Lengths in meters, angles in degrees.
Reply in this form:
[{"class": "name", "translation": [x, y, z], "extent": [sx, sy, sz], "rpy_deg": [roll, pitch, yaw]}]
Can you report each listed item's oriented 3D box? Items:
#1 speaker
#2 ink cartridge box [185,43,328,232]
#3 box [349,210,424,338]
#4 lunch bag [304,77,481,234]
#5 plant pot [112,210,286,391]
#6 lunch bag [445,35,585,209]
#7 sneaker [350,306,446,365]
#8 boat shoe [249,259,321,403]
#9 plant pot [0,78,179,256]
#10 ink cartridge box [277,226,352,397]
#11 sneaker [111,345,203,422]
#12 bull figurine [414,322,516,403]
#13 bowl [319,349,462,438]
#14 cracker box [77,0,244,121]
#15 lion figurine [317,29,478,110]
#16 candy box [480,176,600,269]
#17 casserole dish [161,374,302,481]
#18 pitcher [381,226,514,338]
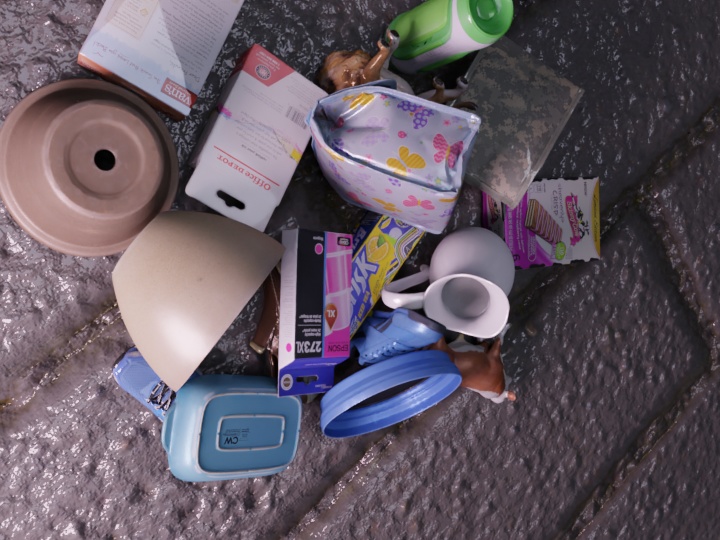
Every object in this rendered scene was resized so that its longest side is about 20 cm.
[{"class": "speaker", "translation": [0.108, -0.315, 0.894], "extent": [0.087, 0.199, 0.090], "rpy_deg": [-1, 93, -28]}, {"class": "ink cartridge box", "translation": [-0.136, -0.159, 0.856], "extent": [0.115, 0.067, 0.203], "rpy_deg": [29, 79, -26]}, {"class": "box", "translation": [0.000, 0.000, 0.941], "extent": [0.070, 0.064, 0.201], "rpy_deg": [41, 76, -23]}, {"class": "lunch bag", "translation": [0.035, -0.146, 0.848], "extent": [0.197, 0.170, 0.129], "rpy_deg": [17, 78, 6]}, {"class": "plant pot", "translation": [-0.195, 0.013, 0.767], "extent": [0.134, 0.200, 0.201], "rpy_deg": [38, 77, -7]}, {"class": "lunch bag", "translation": [0.193, -0.204, 0.974], "extent": [0.163, 0.118, 0.202], "rpy_deg": [33, 75, 0]}, {"class": "sneaker", "translation": [0.043, 0.094, 0.893], "extent": [0.065, 0.199, 0.079], "rpy_deg": [29, 74, -21]}, {"class": "boat shoe", "translation": [-0.107, 0.085, 0.888], "extent": [0.074, 0.075, 0.206], "rpy_deg": [-17, 102, -19]}, {"class": "plant pot", "translation": [-0.279, -0.110, 0.727], "extent": [0.197, 0.174, 0.204], "rpy_deg": [-3, 96, -28]}, {"class": "ink cartridge box", "translation": [-0.055, 0.052, 0.846], "extent": [0.094, 0.037, 0.204], "rpy_deg": [4, 89, -46]}, {"class": "sneaker", "translation": [-0.207, 0.160, 0.824], "extent": [0.199, 0.089, 0.079], "rpy_deg": [38, 92, -23]}, {"class": "bull figurine", "translation": [0.168, 0.131, 1.038], "extent": [0.197, 0.065, 0.124], "rpy_deg": [14, 83, -30]}, {"class": "bowl", "translation": [0.037, 0.165, 0.912], "extent": [0.198, 0.201, 0.040], "rpy_deg": [-10, 62, -26]}, {"class": "cracker box", "translation": [-0.225, -0.298, 0.805], "extent": [0.133, 0.057, 0.203], "rpy_deg": [28, 80, -25]}, {"class": "lion figurine", "translation": [0.044, -0.232, 0.897], "extent": [0.199, 0.123, 0.073], "rpy_deg": [35, 44, -8]}, {"class": "candy box", "translation": [0.288, -0.076, 1.085], "extent": [0.197, 0.061, 0.139], "rpy_deg": [-7, 96, -27]}, {"class": "casserole dish", "translation": [-0.138, 0.187, 0.809], "extent": [0.198, 0.038, 0.124], "rpy_deg": [12, 83, -45]}, {"class": "pitcher", "translation": [0.126, 0.011, 0.949], "extent": [0.168, 0.200, 0.123], "rpy_deg": [6, 112, 13]}]
